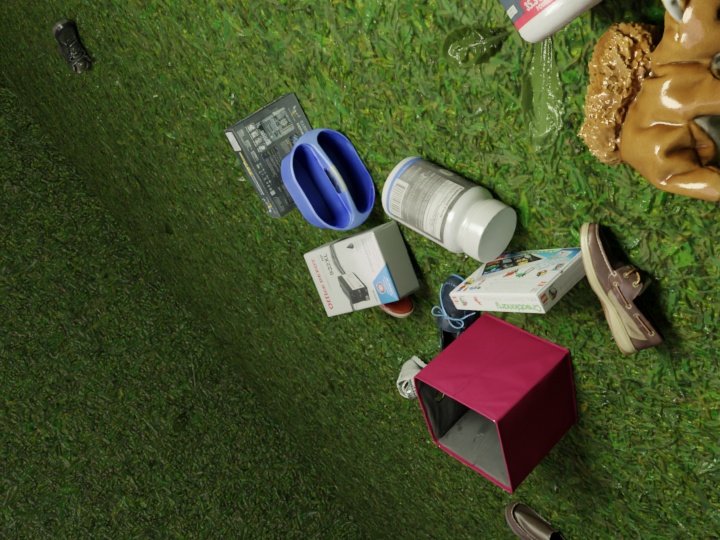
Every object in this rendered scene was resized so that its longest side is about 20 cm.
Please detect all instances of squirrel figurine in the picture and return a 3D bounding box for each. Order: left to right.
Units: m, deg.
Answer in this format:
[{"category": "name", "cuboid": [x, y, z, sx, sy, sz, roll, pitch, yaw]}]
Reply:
[{"category": "squirrel figurine", "cuboid": [0.307, -0.195, 0.703, 0.200, 0.141, 0.187, 22, 135, 43]}]

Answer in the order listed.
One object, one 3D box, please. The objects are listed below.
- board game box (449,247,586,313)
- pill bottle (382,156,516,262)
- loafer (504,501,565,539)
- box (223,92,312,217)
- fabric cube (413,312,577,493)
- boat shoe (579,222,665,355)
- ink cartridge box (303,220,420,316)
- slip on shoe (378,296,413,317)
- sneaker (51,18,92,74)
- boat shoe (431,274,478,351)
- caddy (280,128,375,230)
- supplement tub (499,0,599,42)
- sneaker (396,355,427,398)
[{"category": "board game box", "cuboid": [0.244, 0.014, 1.083, 0.200, 0.126, 0.035, -2, 122, 60]}, {"category": "pill bottle", "cuboid": [0.141, -0.097, 1.127, 0.200, 0.114, 0.114, 33, 149, 34]}, {"category": "loafer", "cuboid": [0.425, 0.605, 1.623, 0.200, 0.073, 0.071, 39, 141, 16]}, {"category": "box", "cuboid": [-0.157, -0.229, 1.404, 0.051, 0.158, 0.200, 9, 132, 56]}, {"category": "fabric cube", "cuboid": [0.247, 0.233, 1.276, 0.200, 0.199, 0.196, 24, 144, 45]}, {"category": "boat shoe", "cuboid": [0.365, 0.019, 0.973, 0.072, 0.072, 0.200, -19, 97, 32]}, {"category": "ink cartridge box", "cuboid": [0.000, 0.000, 1.422, 0.200, 0.084, 0.145, -16, 98, 42]}, {"category": "slip on shoe", "cuboid": [0.044, 0.015, 1.490, 0.200, 0.074, 0.061, 55, 152, 6]}, {"category": "sneaker", "cuboid": [-0.864, -0.672, 2.122, 0.114, 0.076, 0.199, 50, 158, 2]}, {"category": "boat shoe", "cuboid": [0.185, 0.097, 1.356, 0.084, 0.069, 0.200, 29, 146, 40]}, {"category": "caddy", "cuboid": [-0.059, -0.171, 1.339, 0.200, 0.141, 0.105, 59, 159, -14]}, {"category": "supplement tub", "cuboid": [0.178, -0.349, 0.709, 0.200, 0.140, 0.140, 55, 155, -6]}, {"category": "sneaker", "cuboid": [0.117, 0.250, 1.613, 0.076, 0.080, 0.200, 62, 171, -2]}]
